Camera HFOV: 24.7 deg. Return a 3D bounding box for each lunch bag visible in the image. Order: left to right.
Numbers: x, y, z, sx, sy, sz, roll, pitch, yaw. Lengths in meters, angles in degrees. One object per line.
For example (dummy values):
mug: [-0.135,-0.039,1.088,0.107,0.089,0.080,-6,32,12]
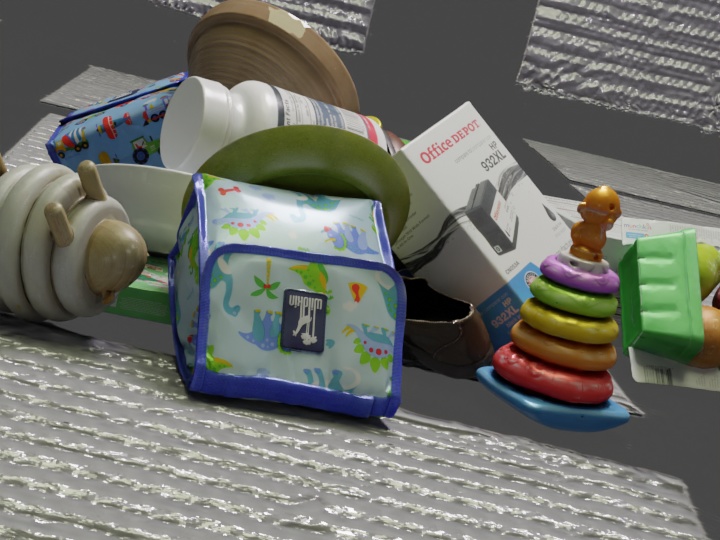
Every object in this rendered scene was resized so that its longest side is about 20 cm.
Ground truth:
lunch bag: [-0.245,-0.153,1.772,0.149,0.095,0.200,-21,23,4]
lunch bag: [-0.060,0.028,1.300,0.168,0.128,0.201,8,42,-16]

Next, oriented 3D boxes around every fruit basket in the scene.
fruit basket: [0.360,0.040,1.667,0.197,0.187,0.094,8,-27,-16]

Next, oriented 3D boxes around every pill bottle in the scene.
pill bottle: [-0.085,-0.114,1.572,0.198,0.121,0.119,15,9,-31]

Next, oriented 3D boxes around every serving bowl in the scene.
serving bowl: [-0.175,-0.039,1.544,0.197,0.067,0.200,9,-13,2]

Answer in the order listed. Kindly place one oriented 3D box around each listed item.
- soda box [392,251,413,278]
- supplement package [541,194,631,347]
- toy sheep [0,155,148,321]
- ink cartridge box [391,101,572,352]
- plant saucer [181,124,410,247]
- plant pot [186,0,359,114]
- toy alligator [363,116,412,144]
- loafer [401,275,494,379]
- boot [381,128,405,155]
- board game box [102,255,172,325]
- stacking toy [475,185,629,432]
soda box: [0.000,0.000,1.644,0.198,0.064,0.071,10,12,-24]
supplement package: [0.250,-0.001,1.809,0.116,0.118,0.200,9,12,-19]
toy sheep: [-0.256,-0.025,1.304,0.198,0.140,0.138,13,10,25]
ink cartridge box: [0.107,-0.039,1.535,0.201,0.084,0.145,51,39,1]
plant saucer: [-0.053,-0.041,1.401,0.198,0.201,0.031,9,46,-19]
plant pot: [-0.107,-0.170,1.688,0.199,0.202,0.093,19,52,24]
toy alligator: [0.011,-0.125,1.764,0.198,0.060,0.054,19,53,23]
loafer: [0.035,0.027,1.482,0.198,0.072,0.073,20,44,27]
boot: [0.112,-0.068,1.674,0.198,0.069,0.189,1,40,-34]
board game box: [-0.146,0.022,1.456,0.197,0.029,0.135,12,12,-10]
stacking toy: [0.181,0.025,1.393,0.115,0.202,0.110,7,13,-26]
